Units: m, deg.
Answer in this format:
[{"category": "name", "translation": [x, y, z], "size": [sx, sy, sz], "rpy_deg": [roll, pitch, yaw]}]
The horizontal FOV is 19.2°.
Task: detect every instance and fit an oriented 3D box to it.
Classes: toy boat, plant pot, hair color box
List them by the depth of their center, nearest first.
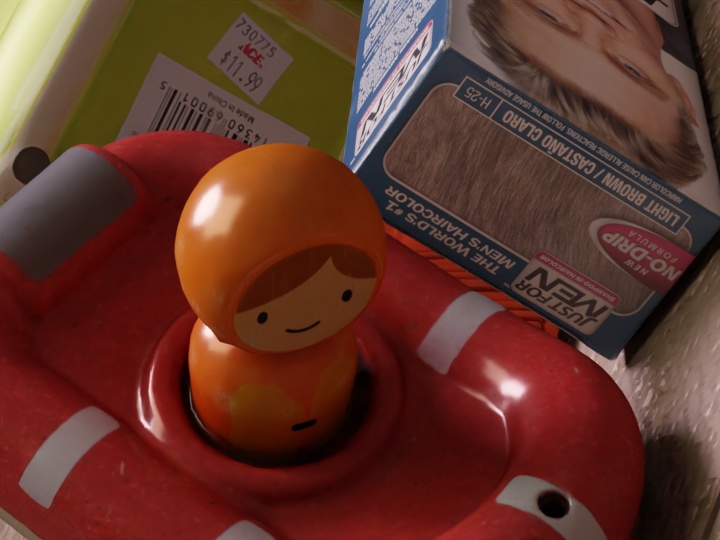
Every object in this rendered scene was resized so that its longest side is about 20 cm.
[{"category": "toy boat", "translation": [-0.020, 0.021, 0.545], "size": [0.131, 0.200, 0.131], "rpy_deg": [-45, -23, -31]}, {"category": "hair color box", "translation": [0.054, -0.066, 0.684], "size": [0.061, 0.100, 0.200], "rpy_deg": [-53, 15, 26]}, {"category": "plant pot", "translation": [-0.089, -0.056, 0.914], "size": [0.200, 0.200, 0.181], "rpy_deg": [-63, 20, -9]}]

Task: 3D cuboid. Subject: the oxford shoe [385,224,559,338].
[{"category": "oxford shoe", "translation": [0.029, 0.021, 0.722], "size": [0.200, 0.071, 0.073], "rpy_deg": [-86, -1, -56]}]
